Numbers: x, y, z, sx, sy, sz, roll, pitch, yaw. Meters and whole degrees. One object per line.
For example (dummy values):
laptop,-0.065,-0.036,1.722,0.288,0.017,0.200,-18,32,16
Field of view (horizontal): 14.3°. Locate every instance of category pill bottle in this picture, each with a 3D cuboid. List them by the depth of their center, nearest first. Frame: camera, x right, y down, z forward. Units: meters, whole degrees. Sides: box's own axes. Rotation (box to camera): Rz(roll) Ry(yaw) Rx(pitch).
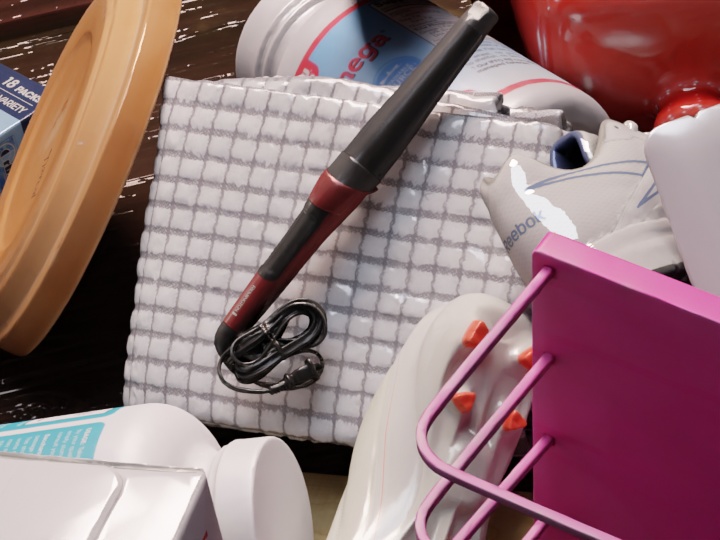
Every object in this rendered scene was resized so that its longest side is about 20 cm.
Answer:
pill bottle,-0.124,0.116,1.198,0.200,0.111,0.111,-9,37,19
pill bottle,0.027,-0.076,1.427,0.109,0.109,0.200,-31,41,-24

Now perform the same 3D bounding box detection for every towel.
towel,0.000,0.000,1.299,0.200,0.086,0.166,6,83,21

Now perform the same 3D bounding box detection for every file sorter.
file sorter,0.100,0.117,1.077,0.139,0.200,0.125,22,50,25

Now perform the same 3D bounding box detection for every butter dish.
butter dish,0.157,-0.123,1.422,0.200,0.200,0.148,-8,61,4

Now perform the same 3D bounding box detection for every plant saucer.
plant saucer,-0.140,-0.057,1.386,0.032,0.200,0.200,22,36,-14

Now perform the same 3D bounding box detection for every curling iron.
curling iron,0.001,-0.030,1.247,0.050,0.026,0.200,32,87,1

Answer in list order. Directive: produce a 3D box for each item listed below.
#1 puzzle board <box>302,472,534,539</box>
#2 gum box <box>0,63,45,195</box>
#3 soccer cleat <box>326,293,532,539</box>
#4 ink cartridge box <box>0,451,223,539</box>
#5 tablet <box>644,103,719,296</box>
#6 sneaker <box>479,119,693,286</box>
puzzle board,0.000,0.147,1.227,0.200,0.017,0.151,3,41,19
gum box,-0.282,-0.057,1.533,0.170,0.045,0.200,28,53,38
soccer cleat,0.019,0.104,1.183,0.200,0.069,0.078,-67,20,-11
ink cartridge box,-0.126,0.186,1.058,0.146,0.200,0.147,4,40,19
tablet,0.206,0.017,1.166,0.130,0.200,0.014,-19,-7,-11
sneaker,0.130,-0.029,1.229,0.200,0.075,0.087,-13,66,-52
